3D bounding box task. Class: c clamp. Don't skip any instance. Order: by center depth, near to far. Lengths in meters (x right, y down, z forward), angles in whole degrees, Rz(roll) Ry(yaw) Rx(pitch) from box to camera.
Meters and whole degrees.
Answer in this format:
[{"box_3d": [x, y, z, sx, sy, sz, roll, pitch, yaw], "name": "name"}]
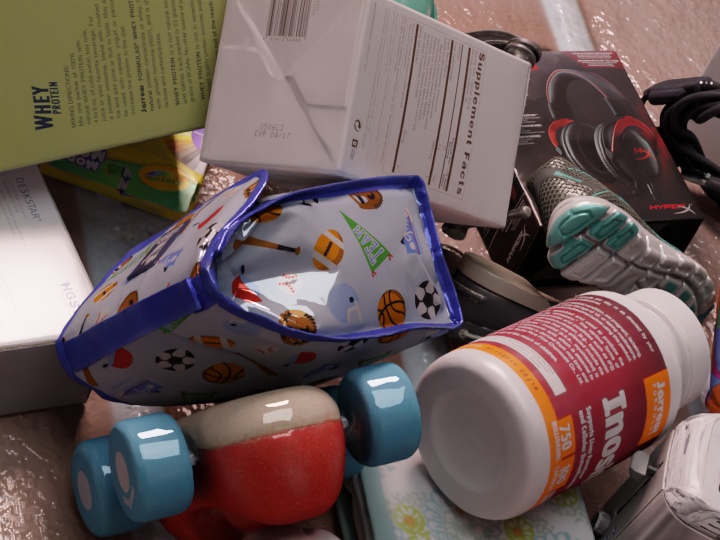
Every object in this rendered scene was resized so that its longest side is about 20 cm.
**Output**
[{"box_3d": [0.081, -0.100, 1.729, 0.027, 0.170, 0.201, 40, 52, -34], "name": "c clamp"}]

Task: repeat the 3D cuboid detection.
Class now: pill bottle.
[{"box_3d": [0.138, 0.080, 1.564, 0.199, 0.113, 0.113, -22, 61, -41], "name": "pill bottle"}]

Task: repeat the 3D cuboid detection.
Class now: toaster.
[{"box_3d": [0.257, 0.185, 1.573, 0.199, 0.130, 0.114, 25, 44, -3], "name": "toaster"}]

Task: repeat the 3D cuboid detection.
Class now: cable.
[{"box_3d": [0.293, -0.078, 1.804, 0.051, 0.200, 0.164, -43, 107, -18], "name": "cable"}]

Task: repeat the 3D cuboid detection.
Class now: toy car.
[{"box_3d": [-0.055, 0.177, 1.444, 0.183, 0.177, 0.202, -11, 83, -23], "name": "toy car"}]

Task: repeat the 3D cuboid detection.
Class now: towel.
[{"box_3d": [0.071, 0.173, 1.558, 0.170, 0.048, 0.201, 8, 47, -23], "name": "towel"}]

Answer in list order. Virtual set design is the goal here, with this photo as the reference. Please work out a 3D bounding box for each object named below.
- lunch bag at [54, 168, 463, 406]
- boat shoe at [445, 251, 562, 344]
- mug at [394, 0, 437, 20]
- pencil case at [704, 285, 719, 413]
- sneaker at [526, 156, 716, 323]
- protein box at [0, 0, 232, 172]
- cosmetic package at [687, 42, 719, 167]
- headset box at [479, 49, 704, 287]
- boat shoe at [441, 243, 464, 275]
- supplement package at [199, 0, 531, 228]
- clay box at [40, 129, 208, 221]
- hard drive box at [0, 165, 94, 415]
[{"box_3d": [-0.069, 0.015, 1.472, 0.199, 0.170, 0.125, -10, 79, -43], "name": "lunch bag"}, {"box_3d": [0.142, 0.059, 1.699, 0.199, 0.063, 0.073, 30, 9, -15], "name": "boat shoe"}, {"box_3d": [-0.015, -0.160, 1.769, 0.114, 0.186, 0.152, 17, 11, -13], "name": "mug"}, {"box_3d": [0.298, 0.014, 1.702, 0.088, 0.202, 0.088, 6, 14, -2], "name": "pencil case"}, {"box_3d": [0.185, -0.017, 1.694, 0.200, 0.077, 0.092, 43, 14, -45], "name": "sneaker"}, {"box_3d": [-0.200, -0.186, 1.567, 0.199, 0.200, 0.135, -14, 18, -26], "name": "protein box"}, {"box_3d": [0.387, -0.156, 1.904, 0.166, 0.201, 0.167, 43, 46, 16], "name": "cosmetic package"}, {"box_3d": [0.151, -0.088, 1.817, 0.147, 0.075, 0.201, -2, 51, -26], "name": "headset box"}, {"box_3d": [0.000, 0.000, 1.664, 0.198, 0.072, 0.072, -3, 51, -29], "name": "boat shoe"}, {"box_3d": [0.007, -0.107, 1.586, 0.120, 0.121, 0.199, 6, -6, 36], "name": "supplement package"}, {"box_3d": [-0.156, -0.113, 1.713, 0.114, 0.048, 0.201, 20, 45, -3], "name": "clay box"}, {"box_3d": [-0.280, 0.016, 1.512, 0.199, 0.077, 0.157, -7, 53, -30], "name": "hard drive box"}]
